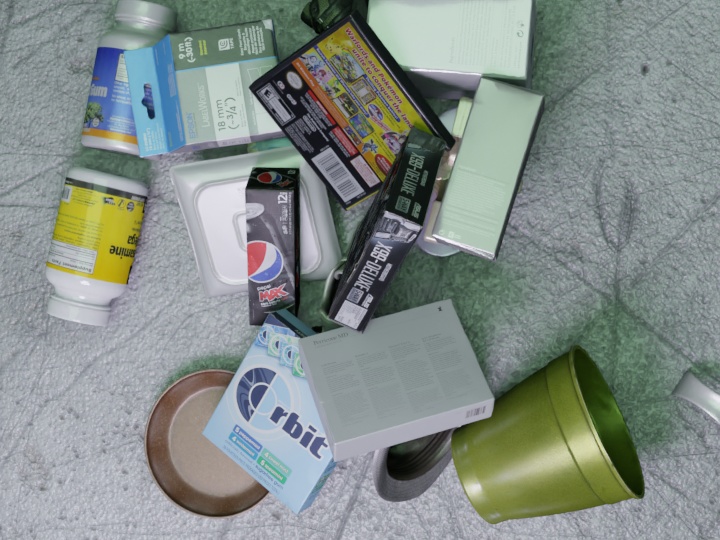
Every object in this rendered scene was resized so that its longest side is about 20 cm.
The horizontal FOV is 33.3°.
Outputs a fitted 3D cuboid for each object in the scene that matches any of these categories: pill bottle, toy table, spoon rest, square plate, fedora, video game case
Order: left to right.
[{"bbox_3d":[-0.360,-0.032,1.623,0.112,0.112,0.201,14,92,9],"label":"pill bottle"},{"bbox_3d":[-0.305,-0.257,1.620,0.111,0.112,0.201,10,90,9],"label":"pill bottle"},{"bbox_3d":[-0.135,-0.059,1.586,0.199,0.028,0.199,-9,118,7],"label":"square plate"},{"bbox_3d":[-0.012,-0.189,1.459,0.180,0.026,0.200,-28,108,37],"label":"video game case"},{"bbox_3d":[0.062,0.189,1.549,0.090,0.176,0.201,36,110,37],"label":"fedora"},{"bbox_3d":[0.118,-0.120,1.551,0.183,0.117,0.201,3,88,8],"label":"toy table"},{"bbox_3d":[0.488,0.200,1.516,0.200,0.061,0.100,34,94,9],"label":"spoon rest"}]

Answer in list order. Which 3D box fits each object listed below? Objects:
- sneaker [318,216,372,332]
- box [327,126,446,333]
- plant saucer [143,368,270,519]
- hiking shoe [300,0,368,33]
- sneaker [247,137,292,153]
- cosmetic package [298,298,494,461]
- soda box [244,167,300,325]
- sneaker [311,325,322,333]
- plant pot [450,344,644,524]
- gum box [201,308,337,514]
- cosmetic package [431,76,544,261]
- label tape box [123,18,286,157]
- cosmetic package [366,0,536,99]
[{"bbox_3d":[0.000,0.000,1.552,0.075,0.092,0.201,10,65,17],"label":"sneaker"},{"bbox_3d":[0.030,-0.047,1.426,0.050,0.158,0.200,23,134,-5],"label":"box"},{"bbox_3d":[-0.193,0.233,1.630,0.199,0.037,0.202,0,90,9],"label":"plant saucer"},{"bbox_3d":[-0.026,-0.325,1.607,0.100,0.076,0.201,-8,79,17],"label":"hiking shoe"},{"bbox_3d":[-0.139,-0.167,1.610,0.200,0.080,0.131,39,93,8],"label":"sneaker"},{"bbox_3d":[0.041,0.128,1.440,0.199,0.052,0.151,-14,58,-10],"label":"cosmetic package"},{"bbox_3d":[-0.111,-0.028,1.544,0.063,0.071,0.201,2,119,3],"label":"soda box"},{"bbox_3d":[0.002,0.120,1.600,0.199,0.077,0.089,-4,119,7],"label":"sneaker"},{"bbox_3d":[0.223,0.223,1.501,0.192,0.200,0.201,-26,85,18],"label":"plant pot"},{"bbox_3d":[-0.089,0.180,1.538,0.170,0.045,0.201,37,111,17],"label":"gum box"},{"bbox_3d":[0.153,-0.119,1.435,0.090,0.107,0.201,20,92,8],"label":"cosmetic package"},{"bbox_3d":[-0.198,-0.230,1.536,0.199,0.063,0.145,-9,91,-2],"label":"label tape box"},{"bbox_3d":[0.117,-0.288,1.512,0.199,0.199,0.124,4,89,9],"label":"cosmetic package"}]
